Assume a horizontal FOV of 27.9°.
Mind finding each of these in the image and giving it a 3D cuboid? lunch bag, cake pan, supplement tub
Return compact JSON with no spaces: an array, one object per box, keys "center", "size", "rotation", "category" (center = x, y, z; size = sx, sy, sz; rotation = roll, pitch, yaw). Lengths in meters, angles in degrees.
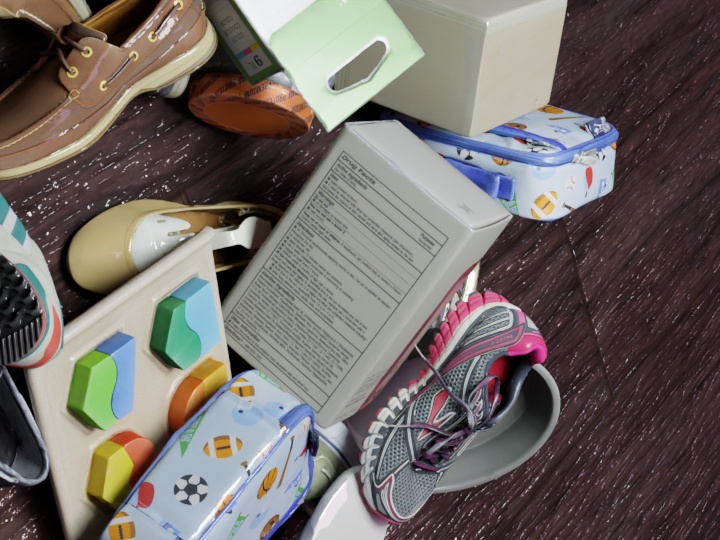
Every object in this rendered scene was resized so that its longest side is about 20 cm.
[{"center":[0.123,-0.106,1.288],"size":[0.160,0.200,0.076],"rotation":[-22,122,-51],"category":"lunch bag"},{"center":[0.072,0.120,1.260],"size":[0.200,0.200,0.037],"rotation":[46,23,-40],"category":"cake pan"},{"center":[-0.106,0.177,1.067],"size":[0.200,0.076,0.160],"rotation":[-45,156,-32],"category":"lunch bag"},{"center":[-0.068,-0.211,1.128],"size":[0.123,0.123,0.200],"rotation":[24,71,-48],"category":"supplement tub"}]

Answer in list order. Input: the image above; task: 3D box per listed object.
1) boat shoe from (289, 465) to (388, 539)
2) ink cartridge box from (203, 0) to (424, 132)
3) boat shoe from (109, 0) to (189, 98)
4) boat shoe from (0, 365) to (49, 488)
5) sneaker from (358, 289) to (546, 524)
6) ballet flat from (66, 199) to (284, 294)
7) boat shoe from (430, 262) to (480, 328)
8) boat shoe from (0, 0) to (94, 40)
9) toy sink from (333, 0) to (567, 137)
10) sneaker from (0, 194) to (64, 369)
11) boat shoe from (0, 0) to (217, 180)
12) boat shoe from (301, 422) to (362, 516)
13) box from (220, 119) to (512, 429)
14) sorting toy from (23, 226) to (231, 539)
[{"center":[-0.042,0.248,1.176],"size":[0.072,0.069,0.200],"rotation":[23,84,-36],"category":"boat shoe"},{"center":[-0.057,-0.202,1.030],"size":[0.104,0.059,0.200],"rotation":[-41,101,-25],"category":"ink cartridge box"},{"center":[-0.168,-0.223,1.053],"size":[0.065,0.072,0.200],"rotation":[-14,105,-35],"category":"boat shoe"},{"center":[-0.257,0.064,0.910],"size":[0.072,0.068,0.200],"rotation":[-55,136,-41],"category":"boat shoe"},{"center":[0.069,0.114,1.139],"size":[0.081,0.075,0.200],"rotation":[19,104,-43],"category":"sneaker"},{"center":[-0.130,-0.025,1.096],"size":[0.200,0.063,0.069],"rotation":[-16,100,-50],"category":"ballet flat"},{"center":[0.061,0.024,1.323],"size":[0.066,0.072,0.201],"rotation":[14,76,-30],"category":"boat shoe"},{"center":[-0.255,-0.202,0.948],"size":[0.074,0.076,0.200],"rotation":[-49,141,-4],"category":"boat shoe"},{"center":[0.055,-0.203,1.255],"size":[0.130,0.200,0.112],"rotation":[-28,133,-48],"category":"toy sink"},{"center":[-0.247,-0.020,0.905],"size":[0.200,0.070,0.093],"rotation":[56,-1,15],"category":"sneaker"},{"center":[-0.187,-0.136,0.971],"size":[0.200,0.072,0.068],"rotation":[-39,140,-22],"category":"boat shoe"},{"center":[-0.038,0.162,1.202],"size":[0.200,0.072,0.062],"rotation":[50,57,-40],"category":"boat shoe"},{"center":[0.000,0.000,1.116],"size":[0.200,0.128,0.109],"rotation":[-53,167,19],"category":"box"},{"center":[-0.152,0.091,1.035],"size":[0.185,0.036,0.200],"rotation":[-40,140,-43],"category":"sorting toy"}]
